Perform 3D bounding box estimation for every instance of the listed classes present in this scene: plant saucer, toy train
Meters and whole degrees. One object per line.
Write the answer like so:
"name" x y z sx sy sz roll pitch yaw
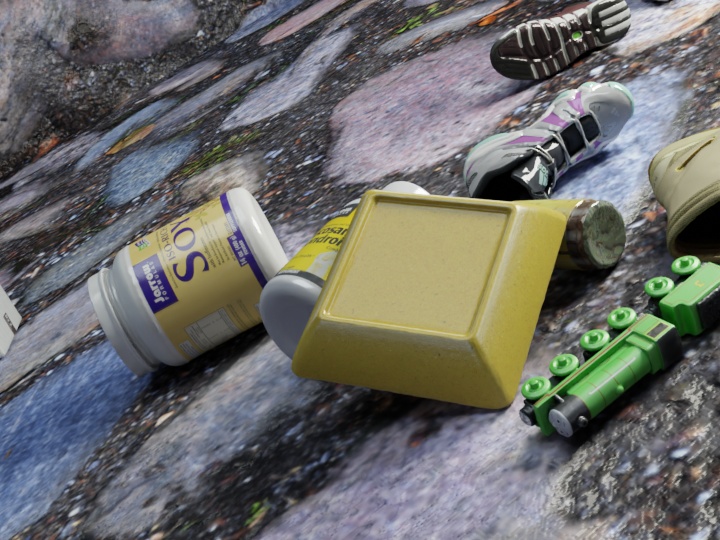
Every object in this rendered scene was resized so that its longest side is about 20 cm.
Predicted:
"plant saucer" 0.054 0.006 0.972 0.198 0.049 0.201 7 56 24
"toy train" 0.201 0.057 0.854 0.199 0.042 0.056 -36 33 -19

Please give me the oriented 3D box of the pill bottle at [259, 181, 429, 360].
"pill bottle" 0.000 0.000 1.122 0.111 0.113 0.200 -6 31 44

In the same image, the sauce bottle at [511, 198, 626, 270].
"sauce bottle" 0.153 -0.034 1.076 0.065 0.065 0.199 -41 26 -29

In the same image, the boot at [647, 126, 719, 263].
"boot" 0.338 -0.084 0.951 0.198 0.073 0.156 -23 22 19

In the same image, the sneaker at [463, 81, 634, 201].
"sneaker" 0.197 -0.112 1.196 0.199 0.078 0.140 -31 21 21

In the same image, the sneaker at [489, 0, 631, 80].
"sneaker" 0.262 -0.316 1.579 0.198 0.076 0.116 -19 16 -3

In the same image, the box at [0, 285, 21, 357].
"box" -0.625 0.058 1.636 0.199 0.200 0.131 -26 22 5

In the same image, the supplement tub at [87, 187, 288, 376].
"supplement tub" -0.181 0.015 1.265 0.199 0.146 0.146 -28 21 1
